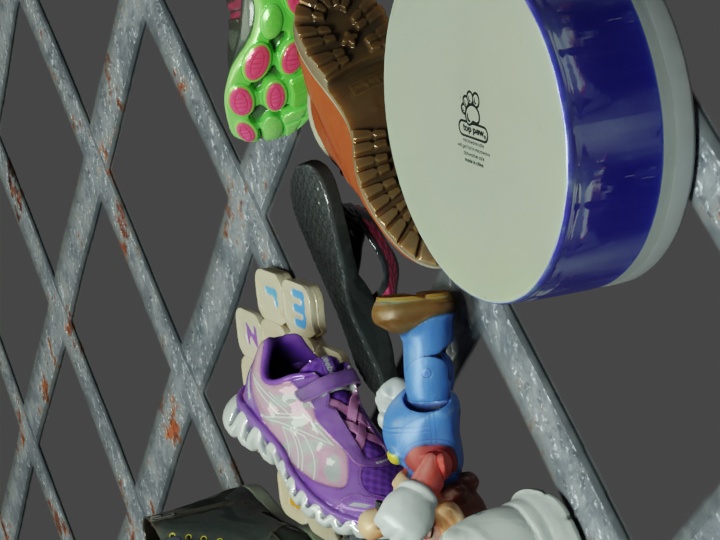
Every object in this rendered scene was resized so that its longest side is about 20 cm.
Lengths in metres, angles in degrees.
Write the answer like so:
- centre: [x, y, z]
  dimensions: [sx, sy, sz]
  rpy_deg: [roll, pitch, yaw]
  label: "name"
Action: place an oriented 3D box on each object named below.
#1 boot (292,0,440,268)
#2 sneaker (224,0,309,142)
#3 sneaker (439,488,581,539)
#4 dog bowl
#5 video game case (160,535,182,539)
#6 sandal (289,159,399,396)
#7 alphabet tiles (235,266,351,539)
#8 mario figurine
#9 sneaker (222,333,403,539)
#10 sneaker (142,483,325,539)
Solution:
- centre: [0.017, -0.075, 1.269]
  dimensions: [0.107, 0.075, 0.200]
  rpy_deg: [97, 151, -62]
  label: "boot"
- centre: [-0.060, -0.183, 1.386]
  dimensions: [0.084, 0.077, 0.200]
  rpy_deg: [-111, 24, -61]
  label: "sneaker"
- centre: [0.107, 0.226, 1.173]
  dimensions: [0.200, 0.087, 0.075]
  rpy_deg: [62, 149, 29]
  label: "sneaker"
- centre: [0.091, -0.084, 1.082]
  dimensions: [0.200, 0.079, 0.201]
  rpy_deg: [37, 133, 54]
  label: "dog bowl"
- centre: [-0.096, 0.289, 1.293]
  dimensions: [0.143, 0.019, 0.200]
  rpy_deg: [52, 149, 44]
  label: "video game case"
- centre: [0.000, 0.000, 1.338]
  dimensions: [0.075, 0.045, 0.200]
  rpy_deg: [51, 165, 49]
  label: "sandal"
- centre: [-0.045, 0.100, 1.522]
  dimensions: [0.196, 0.015, 0.201]
  rpy_deg: [19, 117, 62]
  label: "alphabet tiles"
- centre: [0.025, 0.115, 1.257]
  dimensions: [0.106, 0.123, 0.201]
  rpy_deg: [-8, 86, 40]
  label: "mario figurine"
- centre: [-0.020, 0.109, 1.388]
  dimensions: [0.200, 0.080, 0.089]
  rpy_deg: [37, 122, 41]
  label: "sneaker"
- centre: [-0.093, 0.235, 1.571]
  dimensions: [0.200, 0.106, 0.075]
  rpy_deg: [28, 125, 59]
  label: "sneaker"
